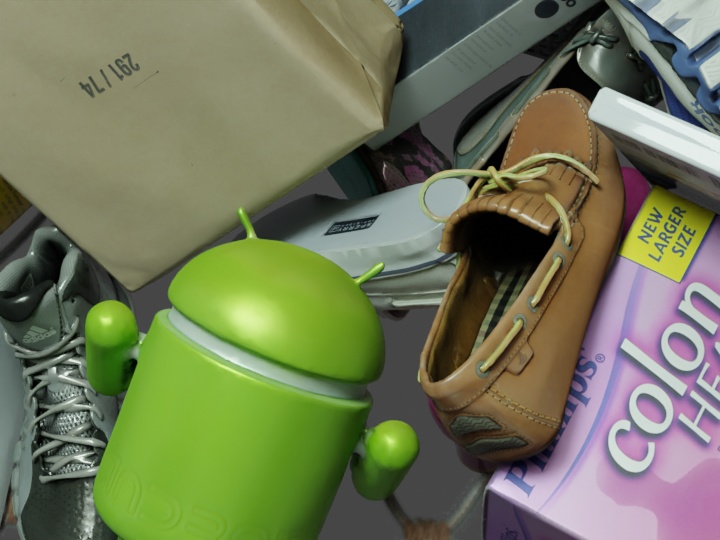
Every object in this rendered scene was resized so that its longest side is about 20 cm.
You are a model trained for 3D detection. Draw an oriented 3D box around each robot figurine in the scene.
[{"bbox_3d":[-0.059,0.075,0.736,0.175,0.116,0.201,22,97,2],"label":"robot figurine"}]

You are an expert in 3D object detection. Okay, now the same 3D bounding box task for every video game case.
[{"bbox_3d":[0.198,-0.027,0.721,0.143,0.200,0.018,28,91,26],"label":"video game case"}]

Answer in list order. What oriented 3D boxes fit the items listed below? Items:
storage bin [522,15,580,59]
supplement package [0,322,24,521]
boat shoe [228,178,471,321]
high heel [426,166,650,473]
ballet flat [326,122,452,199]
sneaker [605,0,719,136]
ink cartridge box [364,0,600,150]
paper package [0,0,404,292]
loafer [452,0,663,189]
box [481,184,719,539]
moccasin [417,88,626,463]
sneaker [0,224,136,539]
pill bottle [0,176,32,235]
[{"bbox_3d":[0.171,-0.192,0.884,0.199,0.094,0.136,21,66,22],"label":"storage bin"},{"bbox_3d":[-0.304,0.064,0.804,0.199,0.152,0.151,-1,59,12],"label":"supplement package"},{"bbox_3d":[0.000,0.000,0.807,0.199,0.070,0.071,-8,35,46],"label":"boat shoe"},{"bbox_3d":[0.101,0.008,0.778,0.067,0.096,0.201,19,66,22],"label":"high heel"},{"bbox_3d":[-0.017,-0.107,0.899,0.071,0.069,0.200,-27,60,-26],"label":"ballet flat"},{"bbox_3d":[0.159,-0.114,0.716,0.080,0.115,0.200,-32,71,-3],"label":"sneaker"},{"bbox_3d":[0.066,-0.157,0.808,0.200,0.039,0.100,-31,48,25],"label":"ink cartridge box"},{"bbox_3d":[-0.106,-0.115,0.778,0.200,0.191,0.104,-30,26,32],"label":"paper package"},{"bbox_3d":[0.126,-0.096,0.801,0.200,0.072,0.063,-40,17,33],"label":"loafer"},{"bbox_3d":[0.184,0.089,0.695,0.199,0.097,0.176,27,69,16],"label":"box"},{"bbox_3d":[0.069,-0.012,0.683,0.073,0.078,0.202,-12,43,43],"label":"moccasin"},{"bbox_3d":[-0.167,0.065,0.794,0.075,0.116,0.201,-12,58,6],"label":"sneaker"},{"bbox_3d":[-0.220,-0.097,0.905,0.111,0.111,0.200,36,73,28],"label":"pill bottle"}]
